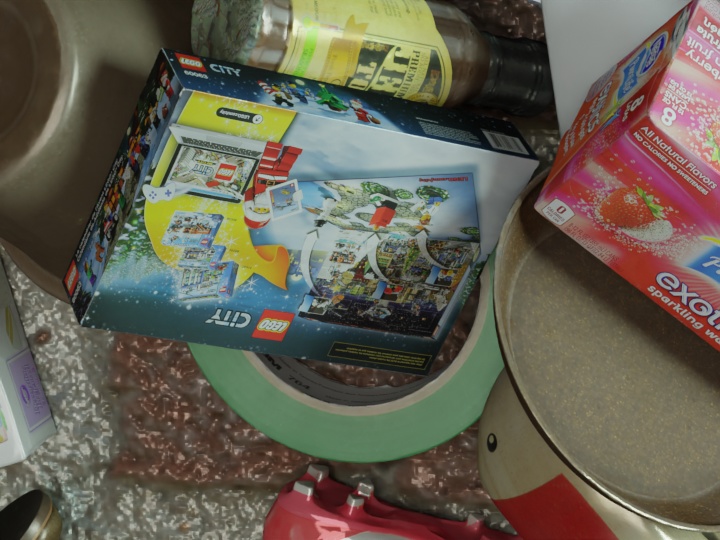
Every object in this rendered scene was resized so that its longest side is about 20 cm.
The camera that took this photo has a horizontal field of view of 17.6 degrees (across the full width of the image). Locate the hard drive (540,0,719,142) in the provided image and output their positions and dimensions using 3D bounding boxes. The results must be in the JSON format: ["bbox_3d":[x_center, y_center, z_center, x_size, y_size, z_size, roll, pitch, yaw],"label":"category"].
[{"bbox_3d":[0.159,-0.121,1.170,0.131,0.025,0.201,-6,116,10],"label":"hard drive"}]

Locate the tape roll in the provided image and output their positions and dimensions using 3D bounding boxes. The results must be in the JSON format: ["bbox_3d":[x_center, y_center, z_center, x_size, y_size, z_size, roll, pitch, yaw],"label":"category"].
[{"bbox_3d":[0.000,0.000,1.248,0.199,0.048,0.202,2,101,12],"label":"tape roll"}]

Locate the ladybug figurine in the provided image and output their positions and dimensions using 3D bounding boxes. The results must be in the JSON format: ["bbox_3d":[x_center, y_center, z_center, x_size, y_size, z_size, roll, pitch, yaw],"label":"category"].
[{"bbox_3d":[0.130,0.132,1.195,0.072,0.136,0.200,-42,96,7],"label":"ladybug figurine"}]

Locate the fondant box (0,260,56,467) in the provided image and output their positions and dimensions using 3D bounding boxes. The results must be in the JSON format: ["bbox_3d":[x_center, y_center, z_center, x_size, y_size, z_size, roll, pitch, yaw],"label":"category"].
[{"bbox_3d":[-0.289,0.057,1.316,0.199,0.058,0.145,-16,96,15],"label":"fondant box"}]

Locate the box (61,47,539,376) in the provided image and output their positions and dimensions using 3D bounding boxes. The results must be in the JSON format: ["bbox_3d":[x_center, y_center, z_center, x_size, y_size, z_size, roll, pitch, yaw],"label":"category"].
[{"bbox_3d":[-0.028,-0.024,1.131,0.199,0.038,0.137,10,122,-31],"label":"box"}]

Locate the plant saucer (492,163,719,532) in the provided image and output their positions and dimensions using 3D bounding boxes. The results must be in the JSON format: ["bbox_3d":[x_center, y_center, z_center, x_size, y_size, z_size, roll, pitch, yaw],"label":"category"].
[{"bbox_3d":[0.141,0.038,1.145,0.201,0.200,0.037,50,140,0],"label":"plant saucer"}]

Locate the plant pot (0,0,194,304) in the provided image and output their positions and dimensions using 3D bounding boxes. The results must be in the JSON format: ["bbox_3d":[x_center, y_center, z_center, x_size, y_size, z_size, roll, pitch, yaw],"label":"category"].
[{"bbox_3d":[-0.143,-0.079,1.168,0.199,0.174,0.202,-3,82,27],"label":"plant pot"}]

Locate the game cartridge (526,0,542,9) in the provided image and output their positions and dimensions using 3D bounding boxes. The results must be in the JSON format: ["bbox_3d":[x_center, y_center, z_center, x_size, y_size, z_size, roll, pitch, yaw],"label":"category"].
[{"bbox_3d":[0.087,-0.220,1.196,0.200,0.041,0.133,43,102,2],"label":"game cartridge"}]

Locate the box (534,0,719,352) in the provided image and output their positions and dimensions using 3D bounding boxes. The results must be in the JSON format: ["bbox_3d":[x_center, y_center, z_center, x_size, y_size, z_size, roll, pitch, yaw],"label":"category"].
[{"bbox_3d":[0.198,-0.025,1.128,0.200,0.096,0.100,37,141,-11],"label":"box"}]

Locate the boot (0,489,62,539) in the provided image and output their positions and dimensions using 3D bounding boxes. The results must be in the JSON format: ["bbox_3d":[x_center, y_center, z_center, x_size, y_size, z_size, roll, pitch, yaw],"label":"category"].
[{"bbox_3d":[-0.211,0.213,1.331,0.075,0.074,0.201,28,110,-13],"label":"boot"}]

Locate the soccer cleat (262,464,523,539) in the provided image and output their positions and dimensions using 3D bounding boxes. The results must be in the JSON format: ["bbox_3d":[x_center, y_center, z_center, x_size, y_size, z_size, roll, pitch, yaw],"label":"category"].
[{"bbox_3d":[0.040,0.170,1.263,0.199,0.067,0.077,19,109,11],"label":"soccer cleat"}]

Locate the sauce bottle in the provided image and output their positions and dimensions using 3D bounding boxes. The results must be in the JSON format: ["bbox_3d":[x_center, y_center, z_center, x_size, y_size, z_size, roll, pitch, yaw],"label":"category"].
[{"bbox_3d":[0.013,-0.110,1.160,0.065,0.199,0.065,-11,77,54],"label":"sauce bottle"}]
